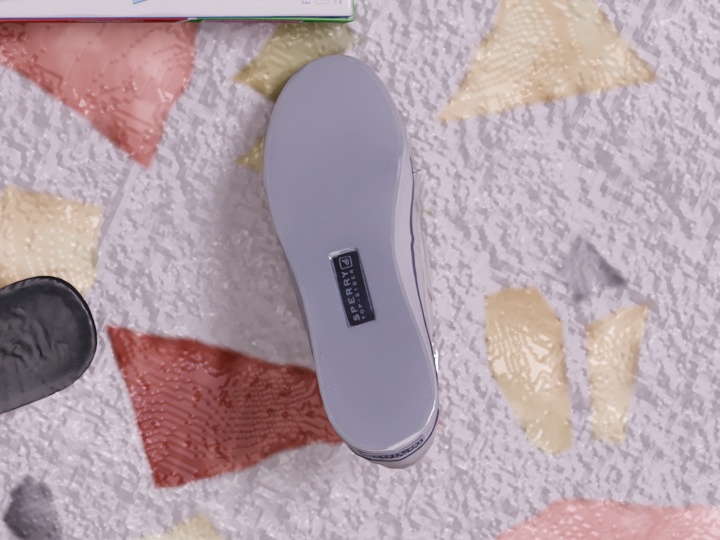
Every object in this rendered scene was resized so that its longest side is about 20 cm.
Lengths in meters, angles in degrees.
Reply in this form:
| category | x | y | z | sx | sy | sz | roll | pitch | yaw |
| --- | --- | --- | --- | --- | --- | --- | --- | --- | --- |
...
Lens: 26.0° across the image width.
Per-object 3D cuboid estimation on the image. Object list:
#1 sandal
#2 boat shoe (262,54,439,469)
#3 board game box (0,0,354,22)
| category | x | y | z | sx | sy | sz | roll | pitch | yaw |
| --- | --- | --- | --- | --- | --- | --- | --- | --- | --- |
| sandal | -0.225 | 0.063 | 0.762 | 0.200 | 0.048 | 0.076 | -30 | 97 | 1 |
| boat shoe | 0.005 | 0.000 | 0.755 | 0.074 | 0.086 | 0.203 | -15 | 69 | 4 |
| board game box | -0.102 | -0.194 | 0.740 | 0.198 | 0.040 | 0.154 | 0 | 97 | -3 |
